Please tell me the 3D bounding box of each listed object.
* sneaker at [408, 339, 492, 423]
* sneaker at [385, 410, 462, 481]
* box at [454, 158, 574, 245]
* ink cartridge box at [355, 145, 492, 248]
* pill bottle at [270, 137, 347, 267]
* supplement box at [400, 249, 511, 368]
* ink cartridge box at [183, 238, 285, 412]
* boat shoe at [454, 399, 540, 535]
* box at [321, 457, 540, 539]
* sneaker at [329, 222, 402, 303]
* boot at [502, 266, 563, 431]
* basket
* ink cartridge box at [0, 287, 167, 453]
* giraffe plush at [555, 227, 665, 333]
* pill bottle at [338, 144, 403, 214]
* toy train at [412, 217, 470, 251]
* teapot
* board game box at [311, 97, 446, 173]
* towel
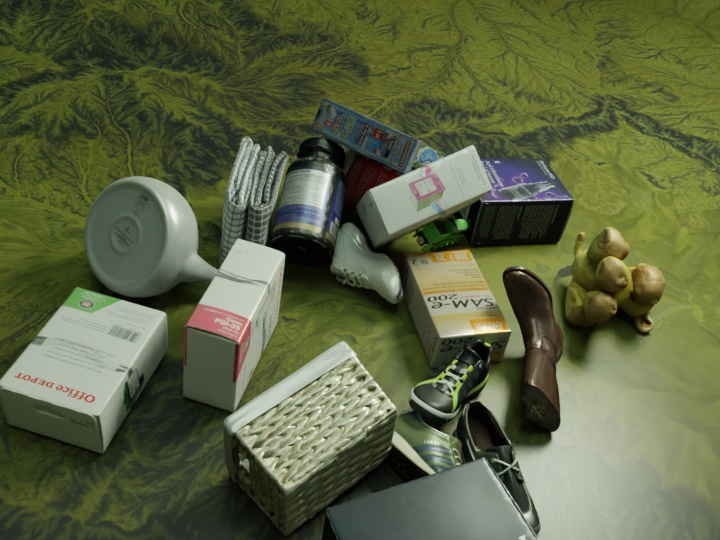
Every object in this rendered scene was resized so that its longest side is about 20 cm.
[{"bbox_3d":[0.135,0.148,1.089,0.071,0.084,0.199,28,26,22],"label":"sneaker"},{"bbox_3d":[0.111,0.258,1.000,0.089,0.068,0.200,-28,50,-30],"label":"sneaker"},{"bbox_3d":[0.290,-0.136,1.472,0.196,0.106,0.149,-4,41,-16],"label":"box"},{"bbox_3d":[0.102,-0.120,1.273,0.197,0.145,0.086,-23,87,-10],"label":"ink cartridge box"},{"bbox_3d":[-0.082,-0.120,1.286,0.110,0.112,0.203,11,65,0],"label":"pill bottle"},{"bbox_3d":[0.150,0.058,1.238,0.123,0.074,0.202,-4,43,-16],"label":"supplement box"},{"bbox_3d":[-0.180,0.074,1.088,0.081,0.148,0.201,16,40,5],"label":"ink cartridge box"},{"bbox_3d":[0.183,0.267,1.011,0.070,0.068,0.202,-4,44,-20],"label":"boat shoe"},{"bbox_3d":[0.061,0.332,0.805,0.197,0.199,0.125,-10,44,-24],"label":"box"},{"bbox_3d":[0.000,0.000,1.289,0.086,0.075,0.200,-28,46,-22],"label":"sneaker"},{"bbox_3d":[0.258,0.118,1.135,0.064,0.187,0.201,-21,27,33],"label":"boot"},{"bbox_3d":[-0.059,0.213,0.952,0.198,0.137,0.123,-32,57,-30],"label":"basket"},{"bbox_3d":[-0.371,0.131,1.028,0.143,0.085,0.201,15,41,6],"label":"ink cartridge box"},{"bbox_3d":[0.451,0.029,1.306,0.159,0.176,0.200,17,4,-7],"label":"giraffe plush"},{"bbox_3d":[0.012,-0.160,1.407,0.197,0.113,0.113,27,41,3],"label":"pill bottle"},{"bbox_3d":[0.151,-0.070,1.345,0.042,0.056,0.199,58,25,8],"label":"toy train"},{"bbox_3d":[-0.333,-0.052,1.203,0.194,0.204,0.146,-15,-8,21],"label":"teapot"},{"bbox_3d":[0.050,-0.216,1.309,0.198,0.063,0.199,13,16,-48],"label":"board game box"},{"bbox_3d":[-0.181,-0.101,1.278,0.084,0.168,0.202,10,41,-4],"label":"towel"}]
